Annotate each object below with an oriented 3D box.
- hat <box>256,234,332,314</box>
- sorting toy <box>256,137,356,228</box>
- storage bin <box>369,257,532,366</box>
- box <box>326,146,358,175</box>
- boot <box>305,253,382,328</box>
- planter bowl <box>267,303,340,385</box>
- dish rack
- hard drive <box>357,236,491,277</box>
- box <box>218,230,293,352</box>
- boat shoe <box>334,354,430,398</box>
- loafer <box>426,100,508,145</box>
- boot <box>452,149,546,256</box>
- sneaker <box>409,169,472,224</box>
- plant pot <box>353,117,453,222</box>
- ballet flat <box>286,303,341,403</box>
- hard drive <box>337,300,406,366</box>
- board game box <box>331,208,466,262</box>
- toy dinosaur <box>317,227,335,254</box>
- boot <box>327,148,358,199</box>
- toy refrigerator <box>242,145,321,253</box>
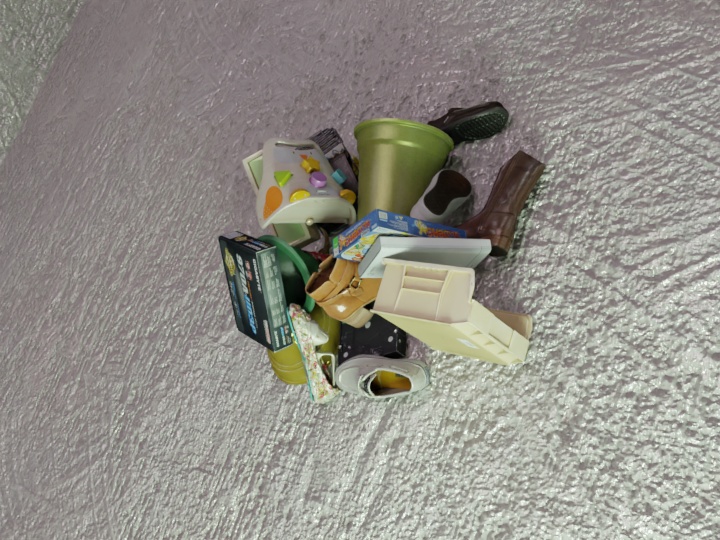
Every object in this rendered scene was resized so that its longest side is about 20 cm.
[{"bbox_3d":[-0.088,-0.014,1.591,0.200,0.175,0.167,44,139,16],"label":"hat"},{"bbox_3d":[-0.108,-0.180,1.557,0.107,0.197,0.182,-56,46,45],"label":"sorting toy"},{"bbox_3d":[0.153,0.069,1.327,0.197,0.199,0.095,7,71,42],"label":"storage bin"},{"bbox_3d":[-0.090,-0.181,1.799,0.201,0.048,0.117,-52,45,0],"label":"box"},{"bbox_3d":[0.000,0.000,1.479,0.073,0.154,0.201,31,86,46],"label":"boot"},{"bbox_3d":[-0.132,0.118,1.626,0.198,0.083,0.203,-20,53,29],"label":"planter bowl"},{"bbox_3d":[-0.067,-0.193,1.720,0.152,0.054,0.202,-34,70,9],"label":"dish rack"},{"bbox_3d":[0.108,-0.020,1.395,0.132,0.197,0.027,127,141,-62],"label":"hard drive"},{"bbox_3d":[-0.200,0.037,1.546,0.046,0.203,0.158,-21,25,-31],"label":"box"},{"bbox_3d":[0.025,0.194,1.441,0.198,0.069,0.072,-2,102,35],"label":"boat shoe"},{"bbox_3d":[0.198,-0.296,1.601,0.198,0.073,0.072,-14,58,34],"label":"loafer"},{"bbox_3d":[0.232,-0.124,1.482,0.185,0.064,0.202,7,67,44],"label":"boot"},{"bbox_3d":[0.138,-0.125,1.503,0.073,0.200,0.085,45,128,6],"label":"sneaker"},{"bbox_3d":[0.070,-0.169,1.569,0.198,0.199,0.187,0,75,40],"label":"plant pot"},{"bbox_3d":[-0.082,0.151,1.521,0.063,0.203,0.076,-13,14,7],"label":"ballet flat"},{"bbox_3d":[0.024,0.082,1.547,0.138,0.038,0.203,-19,55,31],"label":"hard drive"},{"bbox_3d":[0.068,-0.046,1.405,0.135,0.198,0.035,-32,56,48],"label":"board game box"},{"bbox_3d":[-0.074,-0.023,1.641,0.059,0.100,0.200,53,141,12],"label":"toy dinosaur"},{"bbox_3d":[-0.096,-0.195,1.670,0.173,0.069,0.202,-33,80,10],"label":"boot"},{"bbox_3d":[-0.157,-0.141,1.612,0.075,0.070,0.203,-24,84,16],"label":"toy refrigerator"}]
